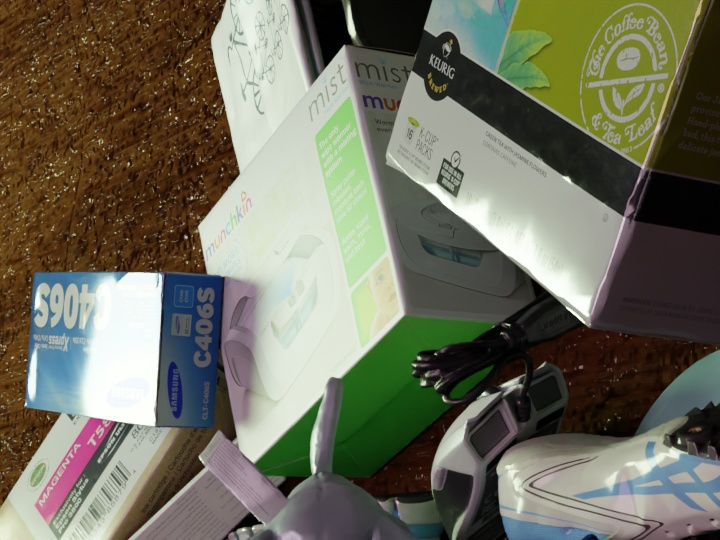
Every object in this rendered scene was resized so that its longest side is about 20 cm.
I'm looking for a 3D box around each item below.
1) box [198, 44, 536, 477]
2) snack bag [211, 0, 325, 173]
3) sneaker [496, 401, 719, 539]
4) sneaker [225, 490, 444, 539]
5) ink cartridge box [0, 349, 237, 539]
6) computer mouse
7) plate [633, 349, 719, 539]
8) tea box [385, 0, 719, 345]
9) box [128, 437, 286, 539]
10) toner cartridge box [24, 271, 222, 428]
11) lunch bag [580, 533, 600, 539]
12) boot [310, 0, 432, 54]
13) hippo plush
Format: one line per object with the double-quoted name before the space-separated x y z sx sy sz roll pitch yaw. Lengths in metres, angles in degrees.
"box" 0.000 0.000 1.048 0.200 0.096 0.178 -45 49 47
"snack bag" -0.066 -0.131 1.188 0.200 0.021 0.190 122 137 -61
"sneaker" 0.137 0.099 0.784 0.199 0.071 0.073 -19 89 54
"sneaker" -0.019 0.187 1.063 0.200 0.074 0.087 -25 68 55
"ink cartridge box" -0.154 0.140 1.225 0.201 0.075 0.165 -58 32 0
"computer mouse" 0.064 0.075 0.879 0.044 0.109 0.201 43 151 25
"plate" 0.168 0.131 0.805 0.200 0.025 0.202 -20 66 55
"tea box" 0.133 -0.096 0.807 0.200 0.133 0.198 41 118 55
"box" -0.130 0.182 1.121 0.200 0.041 0.039 -44 2 0
"toner cartridge box" -0.157 0.049 1.161 0.199 0.043 0.096 -1 86 57
"lunch bag" 0.086 0.213 0.753 0.132 0.136 0.201 31 125 23
"boot" -0.015 -0.186 1.156 0.174 0.069 0.202 137 135 -54
"hippo plush" -0.022 0.198 0.901 0.200 0.158 0.162 47 152 38
